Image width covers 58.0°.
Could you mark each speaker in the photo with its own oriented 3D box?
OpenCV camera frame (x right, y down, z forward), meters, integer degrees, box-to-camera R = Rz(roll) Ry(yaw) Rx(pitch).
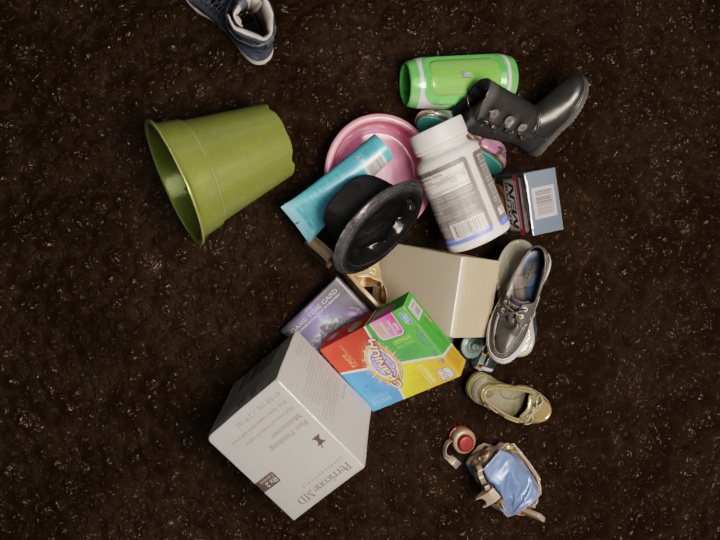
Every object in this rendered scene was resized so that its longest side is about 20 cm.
[{"bbox_3d":[0.171,-0.330,1.136,0.195,0.088,0.091,-7,96,-12],"label":"speaker"}]

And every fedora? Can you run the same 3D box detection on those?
[{"bbox_3d":[0.009,-0.090,1.047,0.201,0.201,0.091,-45,67,-6],"label":"fedora"}]

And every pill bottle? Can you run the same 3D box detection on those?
[{"bbox_3d":[0.160,-0.143,1.073,0.112,0.114,0.203,-24,97,-9],"label":"pill bottle"}]

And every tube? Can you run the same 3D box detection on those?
[{"bbox_3d":[-0.034,-0.141,1.076,0.199,0.050,0.078,-42,107,-3],"label":"tube"}]

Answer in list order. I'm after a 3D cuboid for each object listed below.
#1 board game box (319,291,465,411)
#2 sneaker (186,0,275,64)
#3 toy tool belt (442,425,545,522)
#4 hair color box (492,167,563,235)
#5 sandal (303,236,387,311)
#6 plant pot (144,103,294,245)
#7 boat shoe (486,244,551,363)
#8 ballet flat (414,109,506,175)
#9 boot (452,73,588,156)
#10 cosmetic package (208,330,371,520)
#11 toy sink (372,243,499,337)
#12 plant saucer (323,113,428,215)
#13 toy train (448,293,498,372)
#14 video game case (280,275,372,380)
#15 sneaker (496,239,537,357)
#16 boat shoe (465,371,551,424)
[{"bbox_3d":[0.050,0.139,1.073,0.199,0.041,0.154,-31,106,37],"label":"board game box"},{"bbox_3d":[-0.210,-0.422,1.013,0.202,0.146,0.077,42,87,-11],"label":"sneaker"},{"bbox_3d":[0.253,0.374,1.194,0.125,0.123,0.200,-45,102,-5],"label":"toy tool belt"},{"bbox_3d":[0.264,-0.116,1.115,0.059,0.200,0.101,-12,97,-12],"label":"hair color box"},{"bbox_3d":[0.001,-0.001,1.119,0.211,0.078,0.070,43,79,3],"label":"sandal"},{"bbox_3d":[-0.210,-0.172,1.025,0.188,0.199,0.203,-27,100,-20],"label":"plant pot"},{"bbox_3d":[0.257,0.051,1.052,0.069,0.066,0.203,25,83,21],"label":"boat shoe"},{"bbox_3d":[0.180,-0.243,1.159,0.197,0.069,0.072,26,58,-21],"label":"ballet flat"},{"bbox_3d":[0.276,-0.290,1.116,0.197,0.066,0.166,14,124,-31],"label":"boot"},{"bbox_3d":[-0.107,0.248,1.059,0.164,0.165,0.200,-40,102,18],"label":"cosmetic package"},{"bbox_3d":[0.128,0.030,1.131,0.111,0.198,0.133,4,95,-42],"label":"toy sink"},{"bbox_3d":[0.031,-0.167,1.136,0.196,0.051,0.205,-1,94,-12],"label":"plant saucer"},{"bbox_3d":[0.234,0.088,1.191,0.112,0.085,0.204,18,91,-23],"label":"toy train"},{"bbox_3d":[-0.022,0.126,1.141,0.143,0.019,0.200,-42,102,15],"label":"video game case"},{"bbox_3d":[0.272,0.051,1.130,0.073,0.084,0.205,3,76,17],"label":"sneaker"},{"bbox_3d":[0.286,0.246,1.211,0.198,0.063,0.074,28,91,-24],"label":"boat shoe"}]
